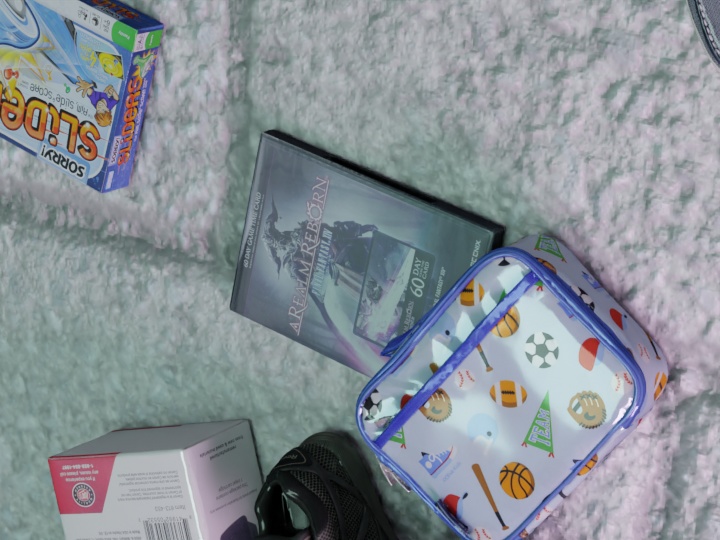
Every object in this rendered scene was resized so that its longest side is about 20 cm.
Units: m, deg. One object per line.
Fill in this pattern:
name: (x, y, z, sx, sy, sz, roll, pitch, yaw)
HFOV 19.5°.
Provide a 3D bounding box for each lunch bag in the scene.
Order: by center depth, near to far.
lunch bag: (0.093, 0.082, 1.397, 0.160, 0.076, 0.200, 46, 117, 8)

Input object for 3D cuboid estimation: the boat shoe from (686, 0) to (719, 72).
boat shoe: (0.204, -0.203, 1.237, 0.075, 0.093, 0.200, -6, 100, 36)

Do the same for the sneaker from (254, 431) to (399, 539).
sneaker: (-0.011, 0.222, 1.497, 0.076, 0.114, 0.200, -28, 91, 37)

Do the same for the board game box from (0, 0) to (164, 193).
board game box: (-0.247, -0.161, 1.598, 0.200, 0.034, 0.136, 28, 117, 26)

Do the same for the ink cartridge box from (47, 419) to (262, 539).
ink cartridge box: (-0.142, 0.224, 1.604, 0.145, 0.084, 0.200, -7, 98, 36)

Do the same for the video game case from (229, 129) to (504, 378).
video game case: (0.000, 0.000, 1.484, 0.200, 0.019, 0.143, 24, 116, 27)
